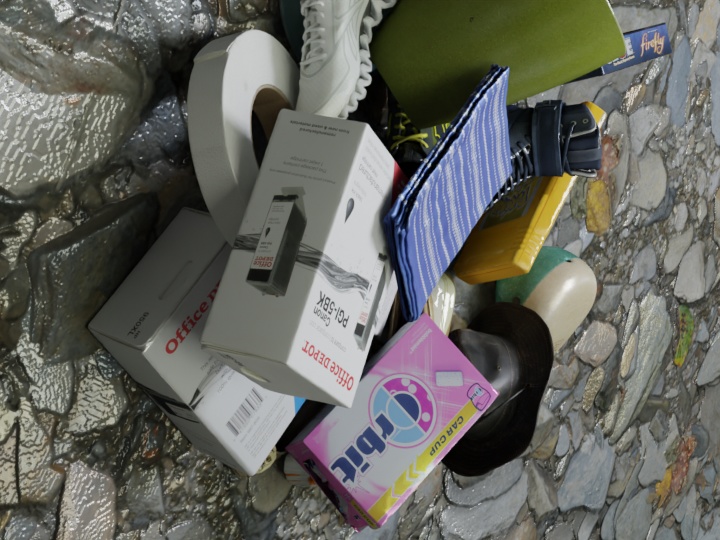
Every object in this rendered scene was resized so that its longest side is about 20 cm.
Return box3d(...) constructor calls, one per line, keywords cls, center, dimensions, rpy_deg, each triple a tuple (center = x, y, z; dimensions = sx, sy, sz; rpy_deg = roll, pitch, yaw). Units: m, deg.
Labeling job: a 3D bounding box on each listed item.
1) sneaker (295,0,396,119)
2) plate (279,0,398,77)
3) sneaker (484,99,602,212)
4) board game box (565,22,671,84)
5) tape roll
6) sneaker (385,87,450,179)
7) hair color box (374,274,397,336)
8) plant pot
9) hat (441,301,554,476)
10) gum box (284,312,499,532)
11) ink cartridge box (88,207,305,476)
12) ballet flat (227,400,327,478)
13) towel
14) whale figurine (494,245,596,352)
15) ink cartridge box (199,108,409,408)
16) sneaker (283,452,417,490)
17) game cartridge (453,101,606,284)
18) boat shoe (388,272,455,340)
box3d(cls="sneaker", center=(-0.027, -0.212, 1.100), dimensions=(0.081, 0.075, 0.202), rpy_deg=(35, 63, -39))
box3d(cls="plate", center=(0.000, -0.276, 1.184), dimensions=(0.199, 0.025, 0.202), rpy_deg=(-22, 121, -43))
box3d(cls="sneaker", center=(0.163, -0.105, 1.224), dimensions=(0.203, 0.145, 0.077), rpy_deg=(-67, 158, -46))
box3d(cls="board game box", center=(0.210, -0.217, 1.314), dimensions=(0.135, 0.199, 0.035), rpy_deg=(-23, 102, -43))
box3d(cls="tape roll", center=(-0.085, -0.106, 1.068), dimensions=(0.202, 0.037, 0.205), rpy_deg=(-10, 90, -67))
box3d(cls="sneaker", center=(0.060, -0.134, 1.223), dimensions=(0.085, 0.074, 0.202), rpy_deg=(-9, 94, -76))
box3d(cls="hair color box", center=(0.000, 0.000, 1.187), dimensions=(0.200, 0.064, 0.110), rpy_deg=(44, 65, -83))
box3d(cls="plant pot", center=(0.111, -0.223, 1.142), dimensions=(0.199, 0.188, 0.187), rpy_deg=(-34, 137, 7))
box3d(cls="hat", center=(0.119, 0.120, 1.361), dimensions=(0.081, 0.200, 0.202), rpy_deg=(25, 84, -34))
box3d(cls="gum box", center=(0.029, 0.154, 1.233), dimensions=(0.114, 0.066, 0.200), rpy_deg=(47, 66, -3))
box3d(cls="ink cartridge box", center=(-0.128, 0.064, 1.111), dimensions=(0.145, 0.084, 0.201), rpy_deg=(-54, 137, -22))
box3d(cls="ballet flat", center=(-0.059, 0.134, 1.248), dimensions=(0.200, 0.046, 0.068), rpy_deg=(-45, 133, -30))
box3d(cls="towel", center=(0.084, -0.066, 1.077), dimensions=(0.201, 0.024, 0.145), rpy_deg=(-55, 152, -28))
box3d(cls="whale figurine", center=(0.202, 0.057, 1.507), dimensions=(0.158, 0.104, 0.201), rpy_deg=(-19, 142, -45))
box3d(cls="ink cartridge box", center=(-0.036, -0.005, 0.997), dimensions=(0.147, 0.082, 0.202), rpy_deg=(44, 61, -62))
box3d(cls="sneaker", center=(-0.010, 0.196, 1.317), dimensions=(0.199, 0.078, 0.078), rpy_deg=(15, 77, -53))
box3d(cls="game cartridge", center=(0.181, -0.081, 1.366), dimensions=(0.032, 0.176, 0.201), rpy_deg=(32, 76, -12))
box3d(cls="boat shoe", center=(0.054, 0.092, 1.334), dimensions=(0.066, 0.074, 0.202), rpy_deg=(21, 65, -39))
